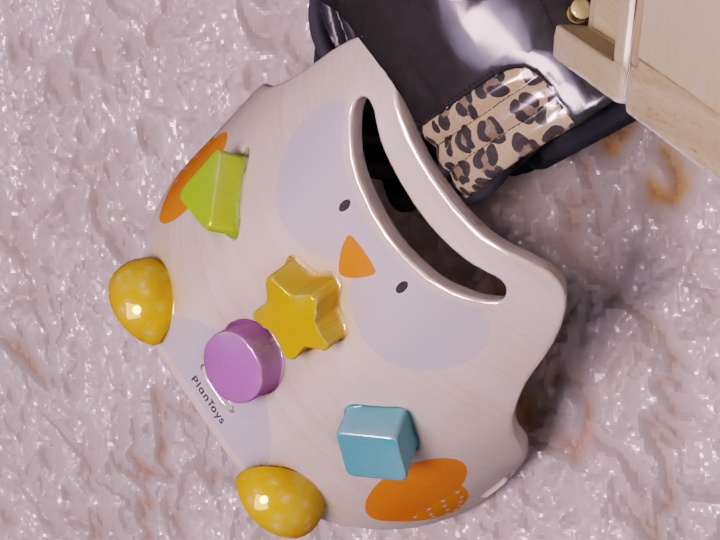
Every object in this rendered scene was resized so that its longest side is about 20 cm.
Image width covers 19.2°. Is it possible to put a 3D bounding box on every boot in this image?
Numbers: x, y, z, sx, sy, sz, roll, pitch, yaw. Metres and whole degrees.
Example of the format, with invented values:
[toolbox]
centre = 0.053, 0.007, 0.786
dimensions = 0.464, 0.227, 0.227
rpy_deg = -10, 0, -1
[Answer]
[boot]
centre = 0.063, -0.131, 0.727
dimensions = 0.200, 0.073, 0.151
rpy_deg = -34, 89, 23

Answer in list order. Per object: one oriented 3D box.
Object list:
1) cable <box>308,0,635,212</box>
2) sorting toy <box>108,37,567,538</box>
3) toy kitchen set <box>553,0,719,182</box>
[cable]
centre = 0.042, -0.114, 0.855
dimensions = 0.200, 0.051, 0.164
rpy_deg = -27, 83, 39
[sorting toy]
centre = 0.000, 0.000, 0.846
dimensions = 0.200, 0.107, 0.180
rpy_deg = 54, 140, 8
[toy kitchen set]
centre = 0.174, -0.040, 0.635
dimensions = 0.180, 0.199, 0.164
rpy_deg = -122, 34, -70
